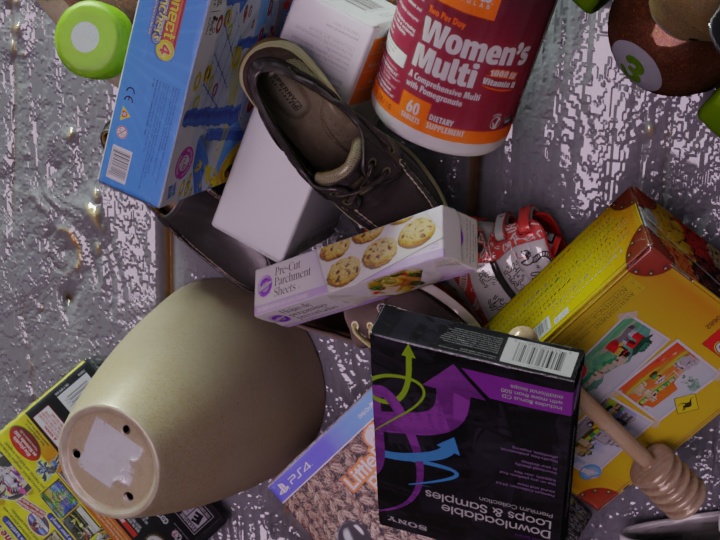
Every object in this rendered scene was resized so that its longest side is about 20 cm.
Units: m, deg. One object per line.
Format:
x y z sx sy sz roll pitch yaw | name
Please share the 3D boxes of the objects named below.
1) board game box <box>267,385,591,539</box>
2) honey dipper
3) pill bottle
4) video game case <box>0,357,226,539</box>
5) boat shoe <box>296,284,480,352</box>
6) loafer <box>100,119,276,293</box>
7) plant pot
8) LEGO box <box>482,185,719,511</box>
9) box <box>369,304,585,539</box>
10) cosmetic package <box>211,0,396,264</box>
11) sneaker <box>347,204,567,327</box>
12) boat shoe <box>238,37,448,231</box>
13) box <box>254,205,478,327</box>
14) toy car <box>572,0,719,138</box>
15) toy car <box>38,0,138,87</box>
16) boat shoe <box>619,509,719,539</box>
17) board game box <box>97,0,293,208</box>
0.056 0.188 1.066 0.200 0.097 0.159 47 116 6 | board game box
0.171 0.104 0.915 0.038 0.038 0.200 -34 116 27 | honey dipper
0.083 -0.192 0.931 0.109 0.110 0.201 27 124 15 | pill bottle
-0.253 0.213 1.188 0.181 0.026 0.200 -41 85 -15 | video game case
0.012 0.035 1.016 0.199 0.060 0.072 18 152 49 | boat shoe
-0.144 -0.052 1.105 0.200 0.072 0.073 44 115 7 | loafer
-0.155 0.121 1.084 0.186 0.200 0.189 6 106 23 | plant pot
0.185 0.062 0.954 0.148 0.077 0.200 33 118 -22 | LEGO box
0.079 0.122 0.921 0.142 0.036 0.201 12 134 18 | box
-0.035 -0.116 1.025 0.071 0.101 0.201 29 114 13 | cosmetic package
0.085 -0.026 1.016 0.201 0.067 0.108 45 115 4 | sneaker
-0.013 -0.079 0.942 0.200 0.065 0.073 41 109 -16 | boat shoe
0.000 0.000 0.962 0.199 0.039 0.042 -17 63 43 | box
0.213 -0.176 0.844 0.164 0.200 0.158 45 116 7 | toy car
-0.155 -0.252 1.017 0.200 0.164 0.158 -43 85 11 | toy car
0.288 0.203 0.981 0.199 0.074 0.066 -20 99 26 | boat shoe
-0.103 -0.165 0.989 0.056 0.196 0.201 24 112 16 | board game box
